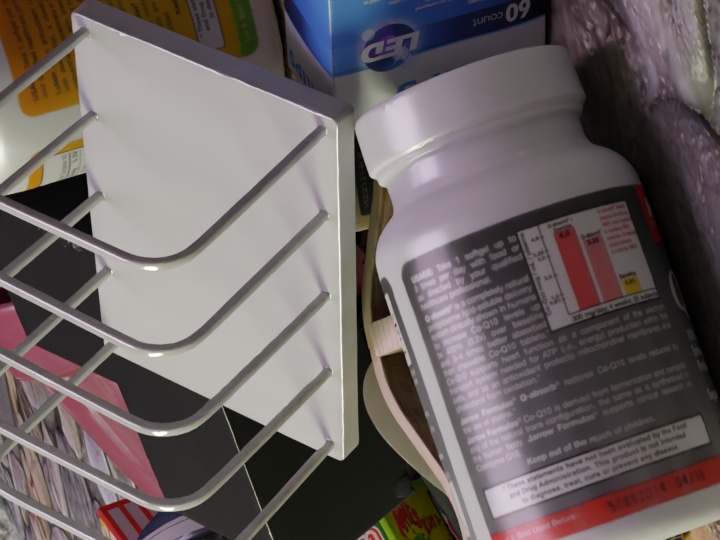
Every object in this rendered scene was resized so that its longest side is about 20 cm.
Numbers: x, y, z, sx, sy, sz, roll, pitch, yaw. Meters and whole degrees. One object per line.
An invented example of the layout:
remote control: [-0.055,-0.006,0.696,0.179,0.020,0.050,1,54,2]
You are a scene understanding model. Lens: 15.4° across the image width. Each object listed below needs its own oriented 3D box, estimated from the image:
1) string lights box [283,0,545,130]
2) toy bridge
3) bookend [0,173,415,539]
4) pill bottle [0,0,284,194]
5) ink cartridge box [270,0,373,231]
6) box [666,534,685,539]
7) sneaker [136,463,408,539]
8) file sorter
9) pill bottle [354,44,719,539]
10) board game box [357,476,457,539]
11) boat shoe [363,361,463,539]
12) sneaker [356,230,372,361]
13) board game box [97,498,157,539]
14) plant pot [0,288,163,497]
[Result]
string lights box: [0.021,-0.160,1.088,0.059,0.102,0.201,-124,23,-43]
toy bridge: [0.032,0.022,1.162,0.067,0.027,0.201,-23,76,44]
bookend: [-0.092,0.035,1.370,0.198,0.092,0.201,19,137,47]
pill bottle: [-0.146,-0.100,1.266,0.111,0.199,0.112,163,90,-74]
ink cartridge box: [-0.020,-0.132,1.310,0.200,0.075,0.166,-135,33,-60]
box: [0.073,0.052,1.204,0.070,0.064,0.201,113,136,-66]
sneaker: [-0.060,0.085,1.518,0.202,0.077,0.147,-33,54,32]
file sorter: [-0.092,0.015,1.146,0.138,0.125,0.201,24,138,25]
pill bottle: [0.073,0.019,1.077,0.116,0.115,0.201,141,112,-73]
board game box: [-0.045,0.184,1.450,0.048,0.199,0.102,60,-161,6]
boat shoe: [0.078,0.115,1.270,0.202,0.074,0.063,54,-166,25]
sneaker: [0.000,0.000,1.404,0.200,0.095,0.079,51,125,7]
board game box: [-0.063,0.177,1.642,0.200,0.151,0.047,-144,39,-64]
plant pot: [-0.107,0.046,1.620,0.180,0.200,0.200,60,167,-13]
